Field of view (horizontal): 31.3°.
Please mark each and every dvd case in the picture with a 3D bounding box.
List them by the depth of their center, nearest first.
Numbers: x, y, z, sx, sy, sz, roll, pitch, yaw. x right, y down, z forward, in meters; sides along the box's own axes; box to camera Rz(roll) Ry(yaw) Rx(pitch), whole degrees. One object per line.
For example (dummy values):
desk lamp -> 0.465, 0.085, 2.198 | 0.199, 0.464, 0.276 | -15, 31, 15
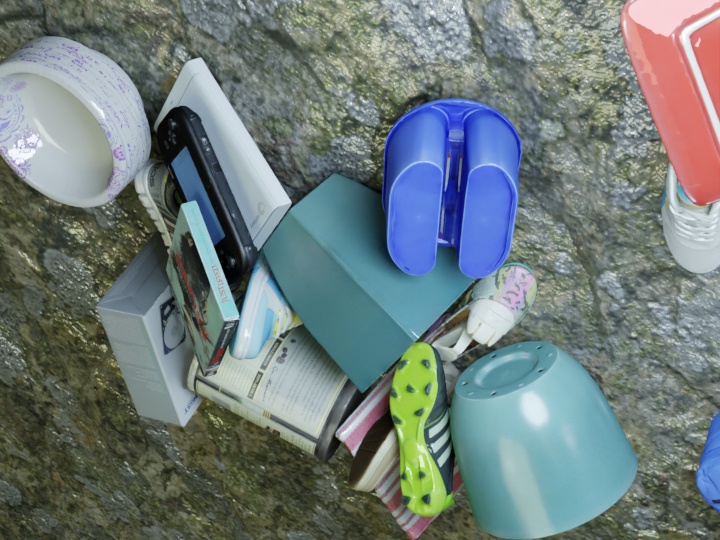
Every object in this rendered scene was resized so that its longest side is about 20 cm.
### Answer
dvd case -> -0.184, 0.026, 1.475 | 0.200, 0.022, 0.146 | 120, 130, -65

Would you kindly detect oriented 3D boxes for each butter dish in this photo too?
butter dish -> 0.308, -0.190, 1.056 | 0.199, 0.148, 0.200 | -28, 116, 3

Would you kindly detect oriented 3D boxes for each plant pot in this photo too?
plant pot -> 0.000, 0.000, 1.453 | 0.200, 0.141, 0.141 | 45, 140, 3
plant pot -> 0.193, 0.178, 1.457 | 0.200, 0.201, 0.161 | -8, 114, 39

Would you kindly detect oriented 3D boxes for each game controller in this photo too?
game controller -> -0.174, -0.082, 1.431 | 0.104, 0.042, 0.200 | -29, 83, 54

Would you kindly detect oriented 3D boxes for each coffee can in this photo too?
coffee can -> -0.098, 0.133, 1.636 | 0.200, 0.146, 0.146 | 27, 140, 9

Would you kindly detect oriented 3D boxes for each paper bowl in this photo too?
paper bowl -> -0.336, -0.182, 1.513 | 0.200, 0.104, 0.201 | 19, 135, 20

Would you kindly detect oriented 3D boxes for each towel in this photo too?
towel -> 0.061, 0.223, 1.623 | 0.030, 0.146, 0.200 | 5, 135, 54

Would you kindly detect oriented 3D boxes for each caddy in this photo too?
caddy -> 0.093, -0.085, 1.329 | 0.141, 0.105, 0.200 | 4, 135, 1

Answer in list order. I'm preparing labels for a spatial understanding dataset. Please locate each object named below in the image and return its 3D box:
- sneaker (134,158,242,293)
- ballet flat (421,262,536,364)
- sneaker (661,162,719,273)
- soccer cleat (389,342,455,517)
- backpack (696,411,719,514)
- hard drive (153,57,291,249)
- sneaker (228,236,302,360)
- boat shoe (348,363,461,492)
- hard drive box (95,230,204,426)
sneaker -> -0.195, -0.053, 1.572 | 0.087, 0.074, 0.200 | -6, 121, 45
ballet flat -> 0.130, 0.064, 1.473 | 0.069, 0.071, 0.200 | 39, 140, -8
sneaker -> 0.316, -0.068, 1.210 | 0.076, 0.081, 0.200 | 12, 136, 22
soccer cleat -> 0.077, 0.183, 1.494 | 0.067, 0.081, 0.200 | -3, 87, 31
backpack -> 0.458, 0.235, 1.353 | 0.162, 0.168, 0.200 | -31, 105, 40
hard drive -> -0.160, -0.120, 1.452 | 0.200, 0.027, 0.132 | 58, 142, 14
sneaker -> -0.075, 0.045, 1.505 | 0.130, 0.200, 0.080 | 21, 130, -4
boat shoe -> 0.060, 0.191, 1.552 | 0.065, 0.200, 0.072 | 41, 157, -13
hard drive box -> -0.246, 0.075, 1.672 | 0.077, 0.156, 0.200 | 11, 136, 24
